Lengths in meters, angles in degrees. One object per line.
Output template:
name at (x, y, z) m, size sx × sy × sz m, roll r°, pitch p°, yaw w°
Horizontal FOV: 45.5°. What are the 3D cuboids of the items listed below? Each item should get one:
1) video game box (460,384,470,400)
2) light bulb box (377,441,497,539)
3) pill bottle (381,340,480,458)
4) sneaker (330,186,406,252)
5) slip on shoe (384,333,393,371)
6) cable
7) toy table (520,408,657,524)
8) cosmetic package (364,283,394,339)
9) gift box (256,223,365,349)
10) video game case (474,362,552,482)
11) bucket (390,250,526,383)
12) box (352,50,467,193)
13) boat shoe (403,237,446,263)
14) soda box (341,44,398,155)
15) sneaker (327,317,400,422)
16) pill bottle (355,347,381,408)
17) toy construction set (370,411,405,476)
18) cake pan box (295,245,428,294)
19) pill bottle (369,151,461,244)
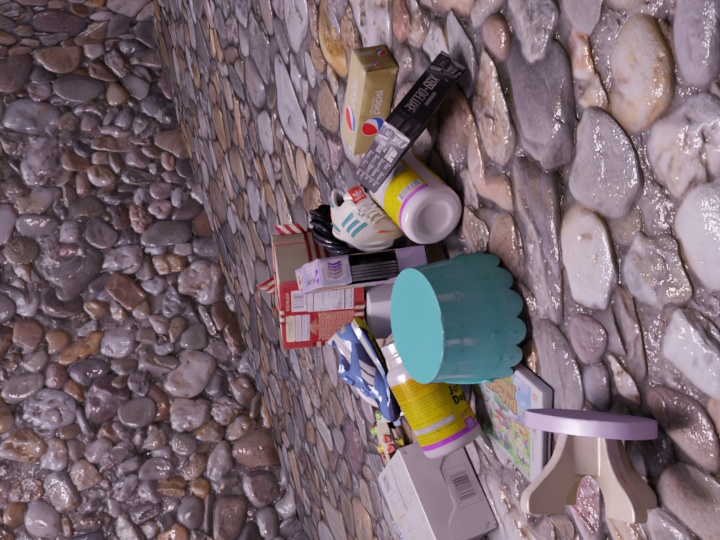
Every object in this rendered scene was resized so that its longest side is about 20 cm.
video game box at (0.137, 0.135, 1.550) m, size 0.200 × 0.047 × 0.182 m, roll -125°, pitch 25°, yaw -47°
light bulb box at (0.140, 0.438, 1.632) m, size 0.200 × 0.125 × 0.198 m, roll 110°, pitch 141°, yaw -60°
pill bottle at (0.112, 0.202, 1.428) m, size 0.200 × 0.104 × 0.104 m, roll 62°, pitch 161°, yaw 2°
sneaker at (0.004, -0.093, 1.486) m, size 0.200 × 0.070 × 0.094 m, roll 24°, pitch 132°, yaw 56°
slip on shoe at (0.093, 0.208, 1.559) m, size 0.061 × 0.074 × 0.200 m, roll 138°, pitch 111°, yaw -74°
cable at (-0.013, -0.079, 1.613) m, size 0.200 × 0.163 × 0.051 m, roll -104°, pitch 22°, yaw -53°
toy table at (0.278, 0.233, 1.043) m, size 0.200 × 0.184 × 0.117 m, roll 148°, pitch 124°, yaw -79°
cosmetic package at (0.034, 0.026, 1.653) m, size 0.200 × 0.071 × 0.102 m, roll -104°, pitch 11°, yaw -48°
gift box at (-0.096, 0.023, 1.639) m, size 0.187 × 0.200 × 0.185 m, roll -103°, pitch 16°, yaw -55°
video game case at (0.236, 0.218, 1.354) m, size 0.200 × 0.022 × 0.182 m, roll -136°, pitch 36°, yaw -58°
bucket at (0.141, 0.077, 1.313) m, size 0.207 × 0.135 × 0.207 m, roll 174°, pitch 90°, yaw -68°
box at (0.070, -0.222, 1.311) m, size 0.050 × 0.158 × 0.200 m, roll 37°, pitch 157°, yaw -1°
boat shoe at (0.118, 0.007, 1.479) m, size 0.065 × 0.072 × 0.200 m, roll 114°, pitch 142°, yaw -69°
soda box at (0.014, -0.306, 1.556) m, size 0.200 × 0.064 × 0.068 m, roll 100°, pitch 150°, yaw -52°
sneaker at (0.010, 0.188, 1.563) m, size 0.200 × 0.082 × 0.074 m, roll 64°, pitch -170°, yaw 9°
pill bottle at (0.048, 0.216, 1.692) m, size 0.200 × 0.114 × 0.114 m, roll 75°, pitch 177°, yaw -79°
toy construction set at (0.068, 0.376, 1.845) m, size 0.131 × 0.092 × 0.200 m, roll -24°, pitch -71°, yaw -84°
cake pan box at (0.000, 0.000, 1.433) m, size 0.200 × 0.184 × 0.052 m, roll 159°, pitch 102°, yaw -73°
pill bottle at (0.079, -0.133, 1.429) m, size 0.200 × 0.104 × 0.104 m, roll -127°, pitch 29°, yaw -50°
